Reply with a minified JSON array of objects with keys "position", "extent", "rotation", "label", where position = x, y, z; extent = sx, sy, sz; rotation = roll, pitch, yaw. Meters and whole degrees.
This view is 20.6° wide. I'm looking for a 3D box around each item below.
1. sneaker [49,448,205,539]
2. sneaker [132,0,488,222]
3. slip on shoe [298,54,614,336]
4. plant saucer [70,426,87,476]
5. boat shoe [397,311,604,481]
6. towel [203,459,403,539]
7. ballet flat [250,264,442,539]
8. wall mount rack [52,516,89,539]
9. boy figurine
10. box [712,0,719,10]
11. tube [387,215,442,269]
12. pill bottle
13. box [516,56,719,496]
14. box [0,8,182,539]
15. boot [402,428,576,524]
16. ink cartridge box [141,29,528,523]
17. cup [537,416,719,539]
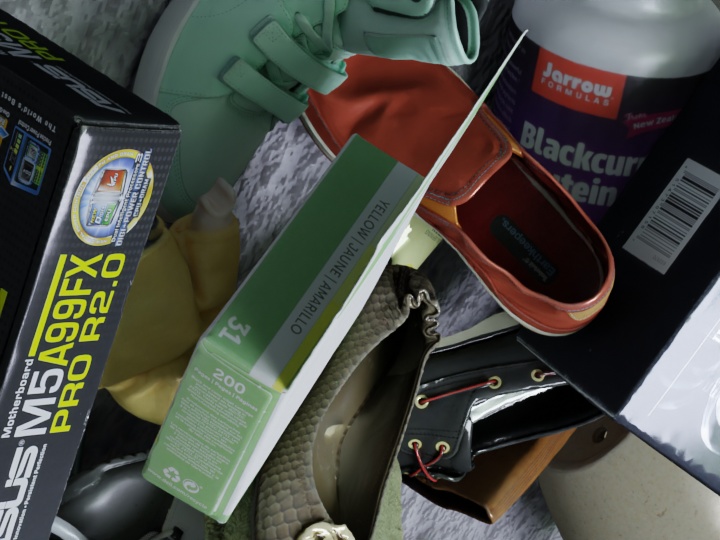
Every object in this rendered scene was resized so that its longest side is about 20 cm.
[{"position":[-0.071,0.139,0.940],"extent":[0.074,0.089,0.200],"rotation":[-33,151,24],"label":"sneaker"},{"position":[-0.018,-0.093,0.845],"extent":[0.074,0.118,0.201],"rotation":[18,103,-57],"label":"sneaker"},{"position":[0.044,-0.050,0.917],"extent":[0.074,0.200,0.061],"rotation":[-46,-174,-14],"label":"slip on shoe"},{"position":[-0.166,0.151,0.939],"extent":[0.070,0.019,0.201],"rotation":[-18,128,-44],"label":"plant saucer"},{"position":[0.040,0.075,1.036],"extent":[0.200,0.063,0.074],"rotation":[-19,151,-10],"label":"boat shoe"},{"position":[-0.026,0.153,0.916],"extent":[0.148,0.036,0.201],"rotation":[35,47,-50],"label":"towel"},{"position":[0.000,0.074,0.908],"extent":[0.067,0.046,0.201],"rotation":[56,39,-33],"label":"ballet flat"},{"position":[-0.141,0.198,0.907],"extent":[0.200,0.173,0.075],"rotation":[51,33,-33],"label":"wall mount rack"},{"position":[-0.103,0.003,0.852],"extent":[0.124,0.065,0.200],"rotation":[-31,144,0],"label":"boy figurine"},{"position":[0.207,-0.201,1.076],"extent":[0.069,0.082,0.200],"rotation":[-55,144,-2],"label":"box"},{"position":[0.000,0.000,1.004],"extent":[0.058,0.052,0.200],"rotation":[38,93,-22],"label":"tube"},{"position":[0.126,-0.093,1.030],"extent":[0.111,0.111,0.201],"rotation":[-20,131,-42],"label":"pill bottle"},{"position":[0.216,0.015,0.987],"extent":[0.182,0.104,0.200],"rotation":[34,93,-31],"label":"box"},{"position":[-0.159,-0.015,0.656],"extent":[0.044,0.200,0.161],"rotation":[0,117,-51],"label":"box"},{"position":[0.128,0.064,1.103],"extent":[0.200,0.188,0.069],"rotation":[-40,125,-27],"label":"boot"},{"position":[-0.014,-0.005,0.807],"extent":[0.146,0.048,0.200],"rotation":[-56,175,-42],"label":"ink cartridge box"},{"position":[0.186,0.114,1.225],"extent":[0.143,0.200,0.201],"rotation":[36,87,-30],"label":"cup"}]
